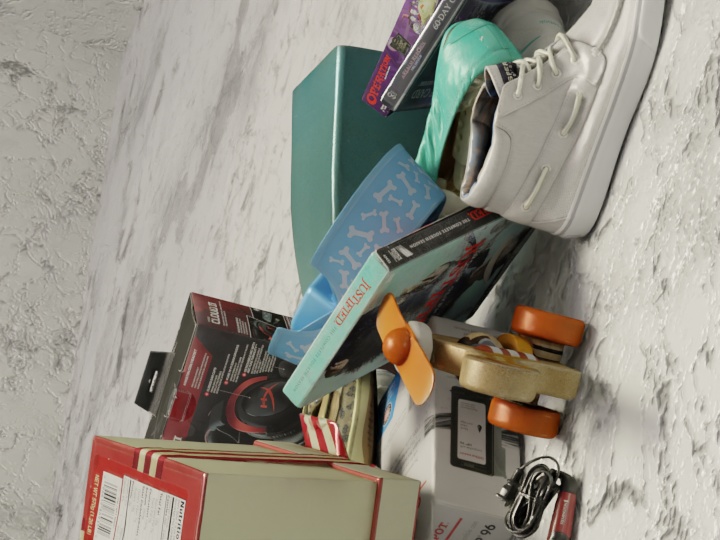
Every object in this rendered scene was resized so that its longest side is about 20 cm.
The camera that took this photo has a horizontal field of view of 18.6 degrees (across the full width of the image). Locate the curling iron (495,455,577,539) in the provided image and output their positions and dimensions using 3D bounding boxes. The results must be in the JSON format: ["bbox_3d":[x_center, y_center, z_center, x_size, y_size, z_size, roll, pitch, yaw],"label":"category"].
[{"bbox_3d":[0.103,0.212,1.338,0.049,0.026,0.201,-8,67,35],"label":"curling iron"}]

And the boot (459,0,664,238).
[{"bbox_3d":[0.130,-0.125,1.439,0.074,0.095,0.201,-140,66,-75],"label":"boot"}]

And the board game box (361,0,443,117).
[{"bbox_3d":[0.080,-0.199,1.634,0.200,0.032,0.120,-38,-17,-49],"label":"board game box"}]

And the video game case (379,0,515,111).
[{"bbox_3d":[0.094,-0.203,1.578,0.200,0.019,0.143,-57,-14,17],"label":"video game case"}]

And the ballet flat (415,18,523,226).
[{"bbox_3d":[0.073,-0.074,1.537,0.070,0.067,0.201,41,129,48],"label":"ballet flat"}]

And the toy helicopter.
[{"bbox_3d":[0.072,0.056,1.348,0.200,0.132,0.079,-79,4,-88],"label":"toy helicopter"}]

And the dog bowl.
[{"bbox_3d":[0.000,0.000,1.529,0.112,0.049,0.200,-50,-7,-42],"label":"dog bowl"}]

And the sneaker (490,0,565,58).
[{"bbox_3d":[0.096,-0.097,1.601,0.080,0.070,0.201,-109,37,-57],"label":"sneaker"}]

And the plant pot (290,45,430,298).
[{"bbox_3d":[0.021,-0.052,1.721,0.141,0.141,0.201,149,128,-71],"label":"plant pot"}]

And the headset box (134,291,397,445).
[{"bbox_3d":[-0.087,0.114,1.837,0.075,0.199,0.149,-111,37,-67],"label":"headset box"}]

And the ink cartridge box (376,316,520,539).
[{"bbox_3d":[0.058,0.147,1.503,0.116,0.068,0.201,119,160,-46],"label":"ink cartridge box"}]

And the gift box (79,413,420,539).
[{"bbox_3d":[-0.075,0.191,1.443,0.200,0.186,0.185,18,100,57],"label":"gift box"}]

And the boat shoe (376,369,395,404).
[{"bbox_3d":[0.015,0.169,1.645,0.086,0.074,0.203,141,138,-68],"label":"boat shoe"}]

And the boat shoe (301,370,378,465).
[{"bbox_3d":[-0.019,0.118,1.594,0.073,0.062,0.201,84,-174,-46],"label":"boat shoe"}]

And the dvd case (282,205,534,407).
[{"bbox_3d":[0.045,0.011,1.498,0.200,0.022,0.146,-26,-23,-47],"label":"dvd case"}]
